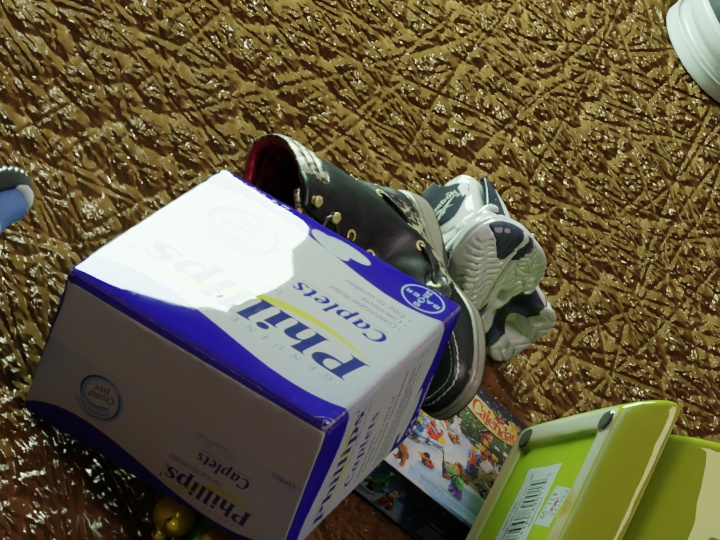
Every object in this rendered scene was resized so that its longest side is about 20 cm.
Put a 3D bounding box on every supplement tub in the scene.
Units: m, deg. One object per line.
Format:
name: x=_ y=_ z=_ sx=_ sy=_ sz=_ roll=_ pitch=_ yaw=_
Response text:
supplement tub: x=0.411 y=-0.261 z=2.313 sx=0.140 sy=0.200 sz=0.141 roll=32 pitch=38 yaw=-30

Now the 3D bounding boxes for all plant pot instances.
plant pot: x=0.173 y=0.199 z=1.542 sx=0.181 sy=0.199 sz=0.200 roll=34 pitch=69 yaw=-16

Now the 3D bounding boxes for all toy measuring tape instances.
toy measuring tape: x=-0.058 y=0.215 z=1.392 sx=0.200 sy=0.074 sz=0.074 roll=52 pitch=32 yaw=-3

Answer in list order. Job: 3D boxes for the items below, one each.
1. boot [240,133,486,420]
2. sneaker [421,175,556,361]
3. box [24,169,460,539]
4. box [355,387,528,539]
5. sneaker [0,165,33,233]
boot: x=0.000 y=0.000 z=1.588 sx=0.150 sy=0.073 sz=0.200 roll=27 pitch=35 yaw=-38
sneaker: x=0.077 y=-0.023 z=1.737 sx=0.130 sy=0.079 sz=0.199 roll=55 pitch=4 yaw=23
box: x=-0.067 y=0.051 z=1.438 sx=0.184 sy=0.105 sz=0.200 roll=30 pitch=30 yaw=12
box: x=0.032 y=0.106 z=1.635 sx=0.200 sy=0.038 sz=0.137 roll=39 pitch=35 yaw=-22
sneaker: x=-0.253 y=-0.011 z=1.365 sx=0.200 sy=0.076 sz=0.077 roll=-31 pitch=108 yaw=-58
